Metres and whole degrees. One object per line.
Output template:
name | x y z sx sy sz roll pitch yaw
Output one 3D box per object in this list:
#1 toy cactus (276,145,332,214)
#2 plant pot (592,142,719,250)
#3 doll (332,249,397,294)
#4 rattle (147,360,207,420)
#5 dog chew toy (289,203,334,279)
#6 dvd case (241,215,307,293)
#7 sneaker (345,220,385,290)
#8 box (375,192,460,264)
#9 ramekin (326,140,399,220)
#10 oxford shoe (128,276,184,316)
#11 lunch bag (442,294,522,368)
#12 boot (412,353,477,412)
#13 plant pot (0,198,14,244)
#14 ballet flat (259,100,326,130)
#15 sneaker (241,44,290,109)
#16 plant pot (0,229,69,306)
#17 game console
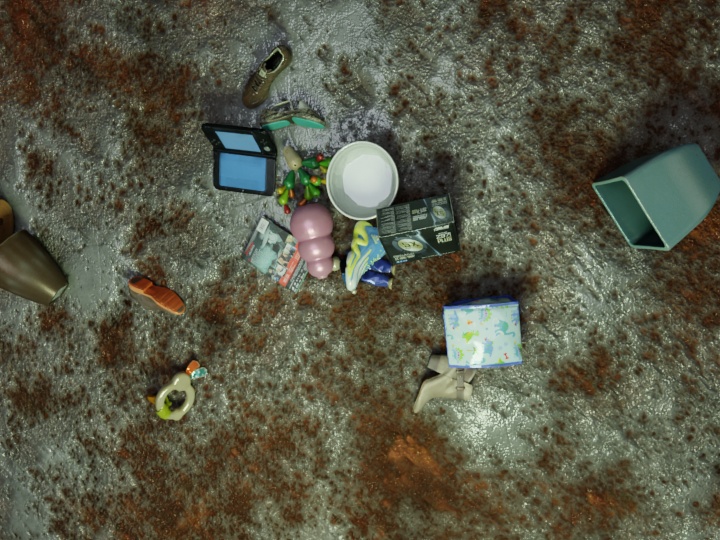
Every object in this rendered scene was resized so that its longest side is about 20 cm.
toy cactus | -0.170 -0.271 1.484 0.199 0.102 0.167 -38 81 23
plant pot | 0.717 -0.191 1.267 0.198 0.196 0.198 -35 91 5
doll | 0.000 0.000 1.505 0.194 0.048 0.141 14 83 11
rattle | -0.584 0.360 1.697 0.128 0.142 0.205 24 88 -26
dog chew toy | -0.126 -0.079 1.477 0.121 0.124 0.206 -11 92 13
dvd case | -0.238 -0.047 1.563 0.197 0.022 0.149 31 104 4
sneaker | 0.019 -0.039 1.450 0.102 0.076 0.206 8 71 6
box | 0.154 -0.104 1.393 0.194 0.164 0.089 -10 63 12
ramekin | 0.011 -0.242 1.437 0.194 0.105 0.207 2 99 10
oxford shoe | -0.631 0.094 1.651 0.196 0.071 0.074 29 124 10
lunch bag | 0.323 0.166 1.429 0.193 0.127 0.176 -7 96 1
boot | 0.242 0.333 1.506 0.142 0.070 0.205 19 103 5
plant pot | -1.189 -0.156 1.661 0.135 0.200 0.207 1 100 -6
ballet flat | -0.188 -0.433 1.471 0.194 0.068 0.078 2 84 13
sneaker | -0.269 -0.536 1.459 0.070 0.076 0.201 42 104 2
plant pot | -1.028 0.011 1.667 0.199 0.188 0.188 39 105 -13
game console | -0.342 -0.310 1.496 0.194 0.176 0.120 8 72 9
